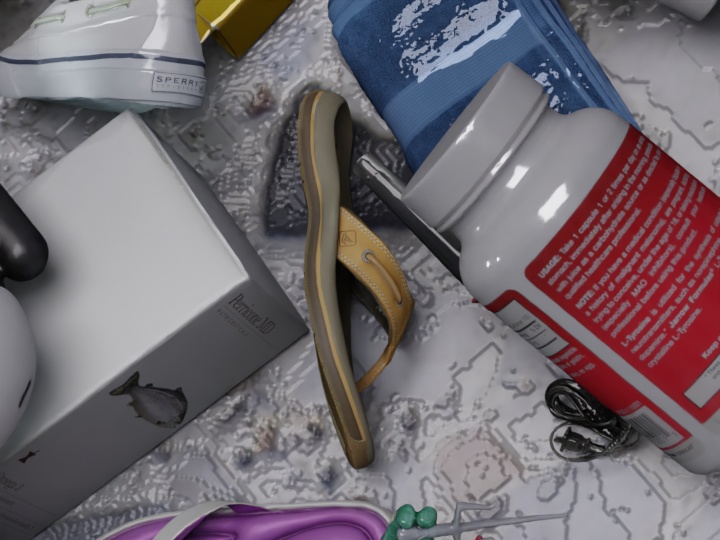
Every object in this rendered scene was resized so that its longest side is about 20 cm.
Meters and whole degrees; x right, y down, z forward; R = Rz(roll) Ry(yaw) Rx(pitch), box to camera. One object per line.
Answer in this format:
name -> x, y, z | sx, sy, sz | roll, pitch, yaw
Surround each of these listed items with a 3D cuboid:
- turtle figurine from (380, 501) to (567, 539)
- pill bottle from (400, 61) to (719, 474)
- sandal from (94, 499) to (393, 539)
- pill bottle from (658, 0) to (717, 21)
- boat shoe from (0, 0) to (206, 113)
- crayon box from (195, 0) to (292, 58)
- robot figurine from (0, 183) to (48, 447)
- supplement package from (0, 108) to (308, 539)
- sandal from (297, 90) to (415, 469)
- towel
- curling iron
turtle figurine -> 0.024, 0.198, 1.230 | 0.199, 0.101, 0.150 | -21, 77, 3
pill bottle -> 0.121, -0.004, 1.220 | 0.200, 0.112, 0.112 | 39, 87, -5
sandal -> -0.077, 0.153, 1.295 | 0.202, 0.050, 0.083 | -17, 71, 10
pill bottle -> 0.105, -0.209, 1.297 | 0.199, 0.112, 0.113 | 28, 83, -2
boat shoe -> -0.131, -0.118, 1.328 | 0.200, 0.073, 0.067 | 7, 91, 55
crayon box -> -0.069, -0.209, 1.391 | 0.200, 0.051, 0.127 | -46, 70, -2
robot figurine -> -0.241, 0.016, 1.215 | 0.200, 0.125, 0.150 | 45, 113, 22
supplement package -> -0.149, 0.033, 1.311 | 0.200, 0.117, 0.117 | -37, 69, 3
sandal -> 0.000, 0.000, 1.308 | 0.054, 0.080, 0.201 | -4, 69, 4
towel -> 0.068, -0.090, 1.326 | 0.111, 0.049, 0.200 | -32, 70, 5
curling iron -> 0.065, 0.018, 1.279 | 0.200, 0.026, 0.050 | 48, 116, 4
